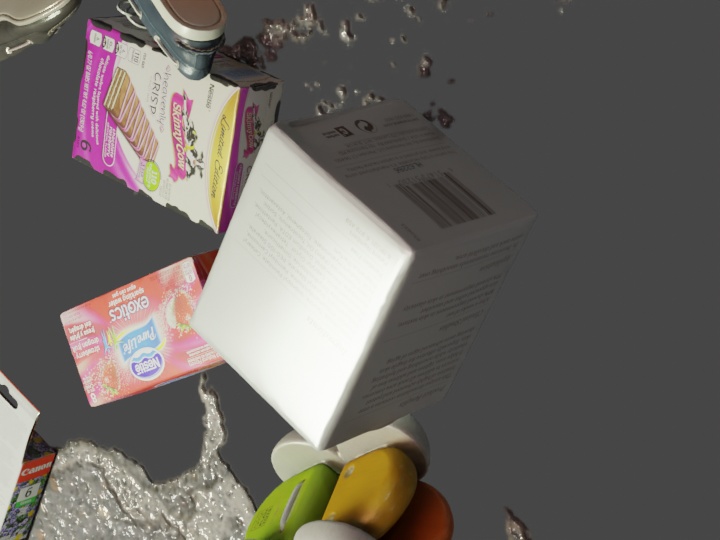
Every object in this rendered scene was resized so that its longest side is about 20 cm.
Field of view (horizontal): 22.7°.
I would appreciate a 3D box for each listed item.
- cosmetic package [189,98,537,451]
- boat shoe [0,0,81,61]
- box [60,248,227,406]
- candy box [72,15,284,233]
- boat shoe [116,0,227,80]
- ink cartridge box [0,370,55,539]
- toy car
[{"bbox_3d":[0.000,0.000,1.416,0.166,0.167,0.201,41,124,25],"label":"cosmetic package"},{"bbox_3d":[-0.325,-0.243,1.726,0.198,0.057,0.068,-10,59,39],"label":"boat shoe"},{"bbox_3d":[-0.166,0.048,1.619,0.199,0.099,0.097,-21,87,41],"label":"box"},{"bbox_3d":[-0.167,-0.134,1.601,0.199,0.061,0.138,26,116,34],"label":"candy box"},{"bbox_3d":[-0.171,-0.242,1.558,0.200,0.074,0.062,52,140,36],"label":"boat shoe"},{"bbox_3d":[-0.374,0.188,1.870,0.109,0.050,0.201,40,123,27],"label":"ink cartridge box"},{"bbox_3d":[-0.007,0.223,1.505,0.199,0.176,0.150,-21,123,42],"label":"toy car"}]
